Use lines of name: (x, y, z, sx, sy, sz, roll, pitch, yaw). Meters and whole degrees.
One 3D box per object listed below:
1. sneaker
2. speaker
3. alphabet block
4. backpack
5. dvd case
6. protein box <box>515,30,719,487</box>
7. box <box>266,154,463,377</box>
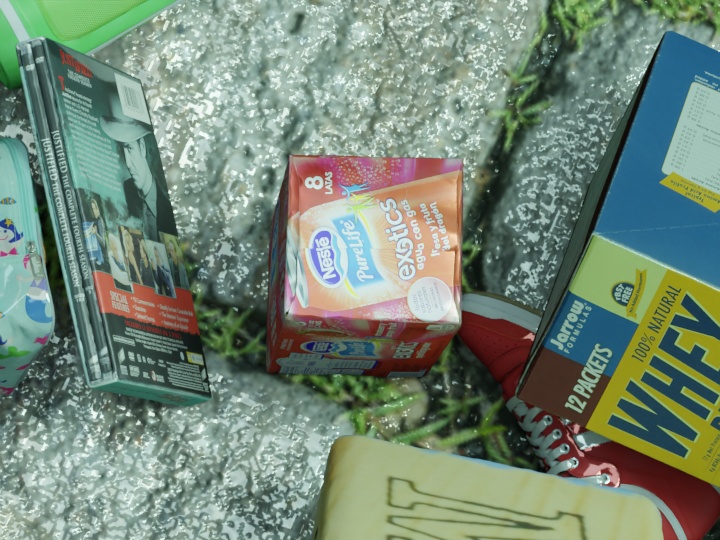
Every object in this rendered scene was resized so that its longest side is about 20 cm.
sneaker: (0.116, 0.106, 1.761, 0.200, 0.071, 0.113, 36, 75, 1)
speaker: (-0.142, -0.189, 1.795, 0.200, 0.088, 0.089, -31, 82, -10)
alphabet block: (0.057, 0.226, 1.633, 0.195, 0.200, 0.196, 10, 107, -1)
backpack: (-0.260, -0.013, 1.704, 0.150, 0.178, 0.201, -11, 72, -24)
dvd case: (-0.140, -0.025, 1.727, 0.022, 0.146, 0.201, -15, 80, 16)
protein box: (0.220, 0.004, 1.713, 0.198, 0.135, 0.200, 24, 43, 1)
box: (0.000, 0.000, 1.707, 0.099, 0.200, 0.096, 1, 79, -4)
